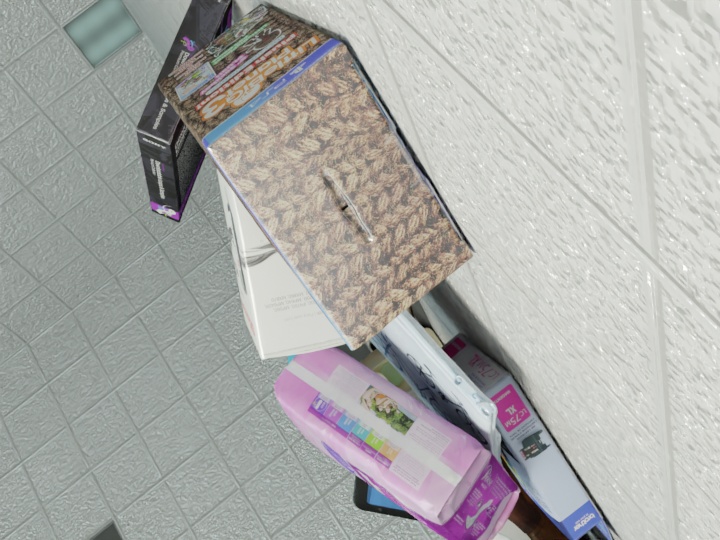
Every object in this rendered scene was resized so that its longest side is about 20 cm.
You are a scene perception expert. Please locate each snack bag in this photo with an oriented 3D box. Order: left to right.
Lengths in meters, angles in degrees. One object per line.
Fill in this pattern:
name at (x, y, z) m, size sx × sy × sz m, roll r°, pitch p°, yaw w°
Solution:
snack bag at (0.055, 0.078, 0.867) m, size 0.189 × 0.021 × 0.201 m, roll 48°, pitch 170°, yaw 25°

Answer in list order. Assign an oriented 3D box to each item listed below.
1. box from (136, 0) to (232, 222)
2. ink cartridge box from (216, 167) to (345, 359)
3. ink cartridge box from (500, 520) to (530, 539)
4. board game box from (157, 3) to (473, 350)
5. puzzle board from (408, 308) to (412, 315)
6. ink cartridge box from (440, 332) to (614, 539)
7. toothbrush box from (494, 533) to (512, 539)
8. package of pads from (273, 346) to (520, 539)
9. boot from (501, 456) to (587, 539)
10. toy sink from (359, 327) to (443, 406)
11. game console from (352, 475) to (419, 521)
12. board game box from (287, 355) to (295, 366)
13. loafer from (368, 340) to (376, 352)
box at (-0.155, -0.143, 0.929) m, size 0.036 × 0.145 × 0.200 m, roll 20°, pitch 162°, yaw -3°
ink cartridge box at (-0.071, -0.043, 0.873) m, size 0.146 × 0.083 × 0.204 m, roll -140°, pitch 38°, yaw -75°
ink cartridge box at (0.200, 0.302, 1.183) m, size 0.201 × 0.083 × 0.144 m, roll 53°, pitch 177°, yaw 0°
board game box at (-0.037, -0.071, 0.682) m, size 0.160 × 0.096 × 0.200 m, roll 55°, pitch 176°, yaw -27°
puzzle board at (0.013, -0.001, 1.282) m, size 0.152 × 0.017 × 0.200 m, roll 53°, pitch 177°, yaw 16°
ink cartridge box at (0.146, 0.157, 0.915) m, size 0.201 × 0.042 × 0.119 m, roll 54°, pitch 177°, yaw -19°
toothbrush box at (0.190, 0.343, 0.941) m, size 0.197 × 0.086 × 0.147 m, roll 21°, pitch 151°, yaw 26°
package of pads at (0.028, 0.146, 0.860) m, size 0.198 × 0.076 × 0.121 m, roll 29°, pitch 167°, yaw 35°
boot at (0.165, 0.256, 1.013) m, size 0.201 × 0.068 × 0.188 m, roll 53°, pitch -166°, yaw 17°
toy sink at (0.059, 0.153, 1.194) m, size 0.131 × 0.111 × 0.200 m, roll 55°, pitch 159°, yaw -1°
game console at (0.086, 0.281, 1.407) m, size 0.196 × 0.119 × 0.176 m, roll 8°, pitch 167°, yaw 6°
board game box at (-0.060, 0.038, 1.259) m, size 0.152 × 0.044 × 0.204 m, roll -81°, pitch -8°, yaw -70°
loafer at (0.076, 0.152, 1.348) m, size 0.201 × 0.062 × 0.073 m, roll 52°, pitch 138°, yaw 43°
